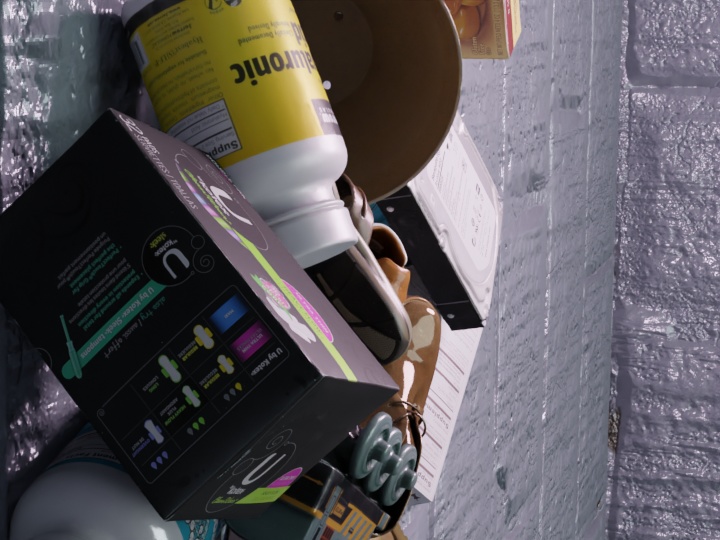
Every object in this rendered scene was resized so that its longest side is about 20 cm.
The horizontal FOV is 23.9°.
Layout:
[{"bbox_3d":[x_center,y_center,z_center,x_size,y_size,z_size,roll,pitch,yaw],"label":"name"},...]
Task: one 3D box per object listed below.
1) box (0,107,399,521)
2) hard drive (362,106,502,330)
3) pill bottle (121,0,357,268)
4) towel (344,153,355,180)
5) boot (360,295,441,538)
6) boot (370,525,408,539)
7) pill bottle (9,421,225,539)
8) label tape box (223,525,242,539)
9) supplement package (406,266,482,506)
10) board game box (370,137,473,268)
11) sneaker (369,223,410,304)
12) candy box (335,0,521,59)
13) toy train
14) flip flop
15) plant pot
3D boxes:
[{"bbox_3d":[-0.100,0.030,0.983,0.124,0.200,0.149,-43,164,9],"label":"box"},{"bbox_3d":[0.065,-0.064,1.394,0.200,0.038,0.140,58,33,-42],"label":"hard drive"},{"bbox_3d":[-0.074,-0.098,1.118,0.201,0.111,0.111,69,17,5],"label":"pill bottle"},{"bbox_3d":[-0.030,-0.062,1.383,0.147,0.022,0.200,-45,-167,37],"label":"towel"},{"bbox_3d":[0.030,0.114,1.308,0.074,0.075,0.201,30,71,-31],"label":"boot"},{"bbox_3d":[0.003,0.346,1.650,0.175,0.066,0.200,57,37,-43],"label":"boot"},{"bbox_3d":[-0.144,0.148,1.052,0.200,0.110,0.111,-54,143,-60],"label":"pill bottle"},{"bbox_3d":[-0.063,0.136,1.278,0.144,0.063,0.201,-101,-161,-81],"label":"label tape box"},{"bbox_3d":[0.013,0.095,1.442,0.110,0.114,0.200,44,46,-28],"label":"supplement package"},{"bbox_3d":[0.016,-0.051,1.495,0.028,0.135,0.200,60,30,-22],"label":"board game box"},{"bbox_3d":[0.000,0.000,1.319,0.085,0.073,0.200,-60,-160,6],"label":"sneaker"},{"bbox_3d":[0.025,-0.233,1.373,0.055,0.199,0.116,-65,152,-53],"label":"candy box"},{"bbox_3d":[-0.025,0.143,1.125,0.114,0.085,0.200,-62,162,-10],"label":"toy train"},{"bbox_3d":[-0.018,-0.028,1.205,0.058,0.081,0.200,-32,92,-49],"label":"flip flop"},{"bbox_3d":[-0.032,-0.157,1.270,0.135,0.200,0.201,-108,-165,-72],"label":"plant pot"}]
